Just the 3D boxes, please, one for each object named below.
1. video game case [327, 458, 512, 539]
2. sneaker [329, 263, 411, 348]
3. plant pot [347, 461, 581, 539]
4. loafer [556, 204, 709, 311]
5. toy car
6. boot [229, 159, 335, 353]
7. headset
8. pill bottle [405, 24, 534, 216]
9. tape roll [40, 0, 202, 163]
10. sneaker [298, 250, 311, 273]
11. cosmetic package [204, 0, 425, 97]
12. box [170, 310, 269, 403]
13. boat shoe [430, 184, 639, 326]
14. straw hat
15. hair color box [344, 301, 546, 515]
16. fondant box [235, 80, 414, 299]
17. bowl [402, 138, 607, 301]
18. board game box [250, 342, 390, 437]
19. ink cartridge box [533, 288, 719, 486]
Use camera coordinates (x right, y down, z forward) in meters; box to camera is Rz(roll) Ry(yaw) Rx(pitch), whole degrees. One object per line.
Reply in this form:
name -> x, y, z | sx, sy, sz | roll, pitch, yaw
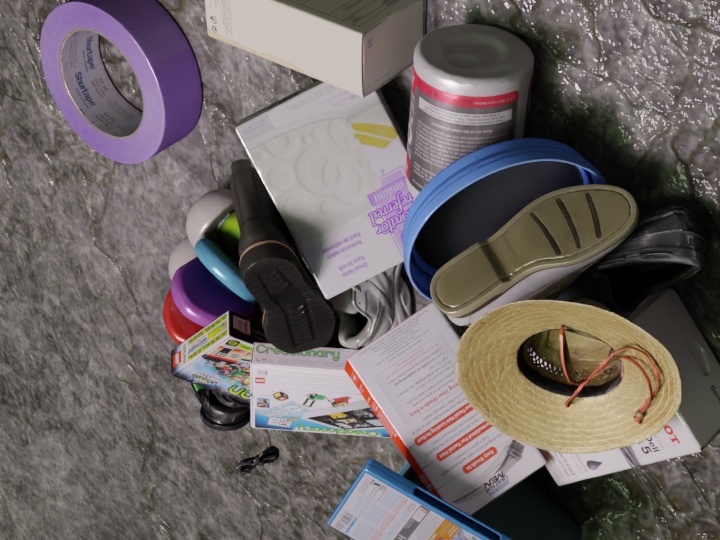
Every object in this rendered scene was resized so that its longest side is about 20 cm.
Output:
video game case -> 0.074, 0.271, 1.519 | 0.200, 0.018, 0.143 | 30, 144, 1
sneaker -> 0.000, 0.000, 1.618 | 0.078, 0.099, 0.200 | 13, 127, 37
plant pot -> 0.120, 0.280, 1.650 | 0.196, 0.200, 0.200 | 39, 139, 5
loafer -> 0.228, 0.007, 1.389 | 0.200, 0.070, 0.068 | -27, 132, 36
toy car -> -0.158, 0.021, 1.746 | 0.175, 0.150, 0.200 | 44, 140, 11
boot -> -0.083, -0.013, 1.587 | 0.200, 0.077, 0.138 | 75, 179, -56
headset -> -0.170, 0.161, 1.906 | 0.200, 0.094, 0.124 | 53, 142, 18
pill bottle -> 0.099, -0.120, 1.426 | 0.111, 0.111, 0.200 | 27, 134, 28
tape roll -> -0.277, -0.226, 1.747 | 0.200, 0.066, 0.200 | 24, 132, 30
sneaker -> -0.081, -0.055, 1.631 | 0.087, 0.074, 0.200 | -1, 105, 2
cosmetic package -> -0.046, -0.248, 1.478 | 0.200, 0.104, 0.073 | 27, 135, 30
box -> -0.105, 0.113, 1.739 | 0.200, 0.035, 0.110 | 23, 137, -35
boat shoe -> 0.162, -0.012, 1.369 | 0.200, 0.068, 0.075 | -26, 60, 15
straw hat -> 0.192, 0.071, 1.364 | 0.201, 0.085, 0.201 | 11, 133, 12
hair color box -> 0.084, 0.147, 1.544 | 0.200, 0.111, 0.064 | 56, 170, 10
fondant box -> -0.016, -0.093, 1.536 | 0.144, 0.058, 0.200 | -27, 102, 8
bowl -> 0.132, -0.043, 1.401 | 0.201, 0.200, 0.039 | 108, 149, -45
board game box -> -0.022, 0.136, 1.692 | 0.200, 0.035, 0.126 | 4, 141, -1
ink cartridge box -> 0.244, 0.114, 1.478 | 0.200, 0.084, 0.146 | -26, 99, 50
